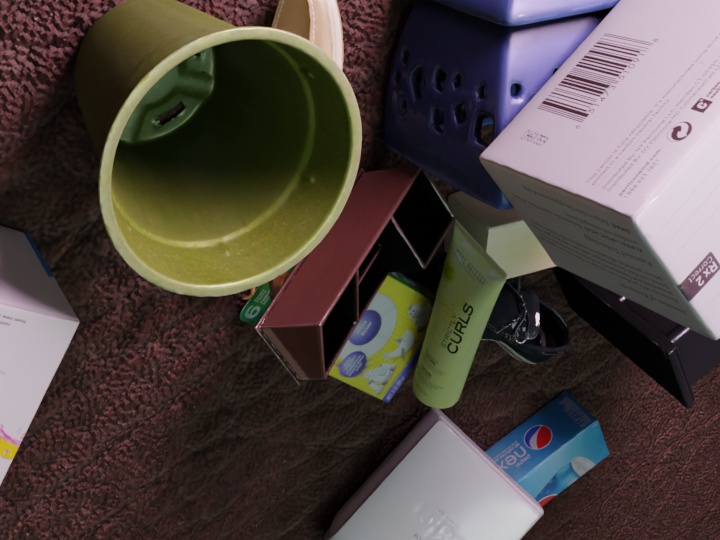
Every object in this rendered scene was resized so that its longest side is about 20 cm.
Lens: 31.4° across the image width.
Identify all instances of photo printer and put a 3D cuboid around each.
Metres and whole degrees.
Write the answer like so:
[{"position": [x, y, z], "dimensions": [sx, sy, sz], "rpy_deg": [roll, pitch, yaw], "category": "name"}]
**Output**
[{"position": [0.071, 0.273, 1.361], "dimensions": [0.166, 0.069, 0.200], "rpy_deg": [43, 92, -4], "category": "photo printer"}]

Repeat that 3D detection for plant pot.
[{"position": [-0.130, -0.115, 0.950], "dimensions": [0.198, 0.190, 0.203], "rpy_deg": [-17, 126, -24], "category": "plant pot"}, {"position": [0.145, -0.182, 1.089], "dimensions": [0.198, 0.200, 0.182], "rpy_deg": [-15, 119, -24], "category": "plant pot"}]

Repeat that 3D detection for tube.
[{"position": [0.090, 0.048, 1.206], "dimensions": [0.057, 0.052, 0.202], "rpy_deg": [17, 134, 3], "category": "tube"}]

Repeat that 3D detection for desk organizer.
[{"position": [0.000, 0.000, 1.113], "dimensions": [0.072, 0.076, 0.201], "rpy_deg": [53, 52, -29], "category": "desk organizer"}]

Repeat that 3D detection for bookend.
[{"position": [0.336, 0.002, 1.321], "dimensions": [0.198, 0.200, 0.093], "rpy_deg": [-37, 132, -6], "category": "bookend"}]

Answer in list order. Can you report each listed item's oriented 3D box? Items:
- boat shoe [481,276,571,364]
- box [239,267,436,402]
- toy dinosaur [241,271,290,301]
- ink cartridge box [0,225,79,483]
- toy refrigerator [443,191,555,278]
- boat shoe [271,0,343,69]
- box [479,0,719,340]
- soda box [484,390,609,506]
[{"position": [0.150, 0.042, 1.301], "dimensions": [0.199, 0.062, 0.076], "rpy_deg": [31, 56, -46], "category": "boat shoe"}, {"position": [-0.013, 0.040, 1.221], "dimensions": [0.199, 0.048, 0.118], "rpy_deg": [29, 100, -40], "category": "box"}, {"position": [-0.103, -0.036, 1.087], "dimensions": [0.105, 0.061, 0.201], "rpy_deg": [-20, 143, -6], "category": "toy dinosaur"}, {"position": [-0.333, 0.072, 0.964], "dimensions": [0.143, 0.147, 0.202], "rpy_deg": [17, 108, -39], "category": "ink cartridge box"}, {"position": [0.186, -0.048, 1.275], "dimensions": [0.198, 0.076, 0.071], "rpy_deg": [-14, 125, -27], "category": "toy refrigerator"}, {"position": [-0.065, -0.144, 1.052], "dimensions": [0.068, 0.074, 0.203], "rpy_deg": [-11, 124, -34], "category": "boat shoe"}, {"position": [0.230, -0.089, 0.937], "dimensions": [0.199, 0.200, 0.131], "rpy_deg": [-48, 122, -7], "category": "box"}, {"position": [0.184, 0.231, 1.458], "dimensions": [0.199, 0.064, 0.068], "rpy_deg": [-35, 131, -9], "category": "soda box"}]
